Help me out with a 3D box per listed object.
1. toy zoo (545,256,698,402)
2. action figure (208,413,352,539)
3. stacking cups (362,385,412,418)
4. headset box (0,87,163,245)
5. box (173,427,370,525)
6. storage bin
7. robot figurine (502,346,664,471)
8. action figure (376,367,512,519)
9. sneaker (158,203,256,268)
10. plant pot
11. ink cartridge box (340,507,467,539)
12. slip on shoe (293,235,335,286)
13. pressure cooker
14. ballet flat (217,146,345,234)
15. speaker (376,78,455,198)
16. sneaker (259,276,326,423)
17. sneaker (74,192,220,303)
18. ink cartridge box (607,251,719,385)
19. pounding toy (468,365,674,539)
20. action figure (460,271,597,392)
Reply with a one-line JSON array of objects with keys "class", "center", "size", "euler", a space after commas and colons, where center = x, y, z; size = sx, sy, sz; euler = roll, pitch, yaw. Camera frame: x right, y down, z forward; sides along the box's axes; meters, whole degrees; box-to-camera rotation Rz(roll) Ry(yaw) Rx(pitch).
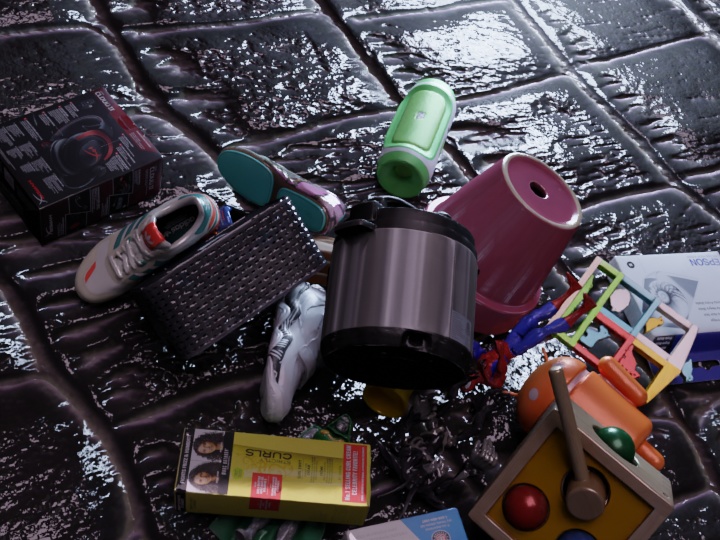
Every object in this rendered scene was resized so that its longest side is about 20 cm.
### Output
[{"class": "toy zoo", "center": [0.370, 0.090, 1.188], "size": [0.199, 0.020, 0.132], "euler": [38, 79, 12]}, {"class": "action figure", "center": [-0.063, 0.234, 0.960], "size": [0.117, 0.055, 0.200], "euler": [30, 47, 9]}, {"class": "stacking cups", "center": [0.069, 0.096, 1.103], "size": [0.060, 0.061, 0.201], "euler": [29, 48, 5]}, {"class": "headset box", "center": [-0.365, -0.144, 1.127], "size": [0.199, 0.075, 0.149], "euler": [-31, 69, -33]}, {"class": "box", "center": [-0.090, 0.215, 0.898], "size": [0.197, 0.050, 0.076], "euler": [8, 51, -6]}, {"class": "storage bin", "center": [-0.154, 0.007, 1.004], "size": [0.199, 0.135, 0.094], "euler": [-35, 100, -19]}, {"class": "robot figurine", "center": [0.272, 0.189, 1.056], "size": [0.200, 0.145, 0.116], "euler": [42, 35, 20]}, {"class": "action figure", "center": [0.097, 0.194, 1.008], "size": [0.119, 0.102, 0.200], "euler": [40, 50, 2]}, {"class": "sneaker", "center": [-0.190, -0.051, 1.111], "size": [0.198, 0.079, 0.076], "euler": [-8, 56, -20]}, {"class": "plant pot", "center": [0.184, -0.047, 1.133], "size": [0.198, 0.179, 0.202], "euler": [22, 43, -21]}, {"class": "ink cartridge box", "center": [0.055, 0.363, 0.851], "size": [0.127, 0.126, 0.202], "euler": [-5, 56, -21]}, {"class": "slip on shoe", "center": [0.000, 0.000, 1.129], "size": [0.198, 0.077, 0.061], "euler": [13, 28, 18]}, {"class": "pressure cooker", "center": [0.049, 0.020, 0.978], "size": [0.176, 0.176, 0.202], "euler": [7, 68, -1]}, {"class": "ballet flat", "center": [-0.106, -0.113, 1.192], "size": [0.199, 0.070, 0.071], "euler": [29, 30, 19]}, {"class": "speaker", "center": [0.087, -0.204, 1.311], "size": [0.088, 0.089, 0.201], "euler": [23, 51, 0]}, {"class": "sneaker", "center": [-0.055, 0.098, 1.045], "size": [0.113, 0.076, 0.202], "euler": [12, 49, -6]}, {"class": "sneaker", "center": [-0.259, -0.032, 1.022], "size": [0.199, 0.093, 0.071], "euler": [-32, 89, -5]}, {"class": "ink cartridge box", "center": [0.482, 0.064, 1.265], "size": [0.197, 0.041, 0.202], "euler": [-3, 56, -20]}, {"class": "pounding toy", "center": [0.228, 0.227, 0.933], "size": [0.184, 0.201, 0.142], "euler": [39, 13, 13]}, {"class": "action figure", "center": [0.186, 0.075, 1.074], "size": [0.099, 0.200, 0.065], "euler": [37, 15, -37]}]
